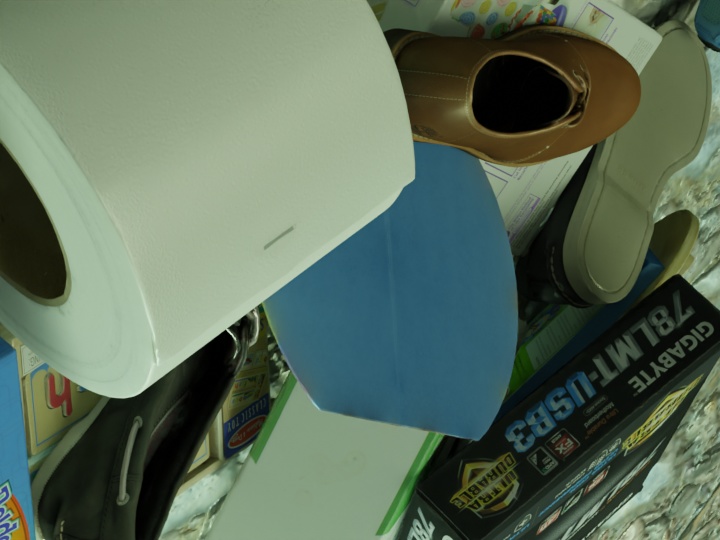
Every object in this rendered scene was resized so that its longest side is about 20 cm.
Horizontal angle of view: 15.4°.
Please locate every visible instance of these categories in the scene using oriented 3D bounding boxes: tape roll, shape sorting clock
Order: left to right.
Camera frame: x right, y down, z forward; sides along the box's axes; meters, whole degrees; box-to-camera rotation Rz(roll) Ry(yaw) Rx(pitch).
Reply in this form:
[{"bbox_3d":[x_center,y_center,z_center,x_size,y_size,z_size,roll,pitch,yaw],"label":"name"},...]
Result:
[{"bbox_3d":[-0.097,-0.068,1.066,0.139,0.203,0.203,-36,145,-24],"label":"tape roll"},{"bbox_3d":[0.125,0.044,1.526,0.200,0.039,0.200,-44,-174,6],"label":"shape sorting clock"}]

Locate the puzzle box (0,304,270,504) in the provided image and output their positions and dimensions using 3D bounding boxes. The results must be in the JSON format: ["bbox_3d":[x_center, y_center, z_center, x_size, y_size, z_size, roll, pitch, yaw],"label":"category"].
[{"bbox_3d":[-0.108,0.054,1.260,0.200,0.025,0.133,-34,130,-51],"label":"puzzle box"}]

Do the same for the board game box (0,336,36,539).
[{"bbox_3d":[-0.199,0.074,1.118,0.045,0.152,0.200,-32,143,-31],"label":"board game box"}]

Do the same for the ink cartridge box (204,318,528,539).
[{"bbox_3d":[0.005,0.088,1.392,0.147,0.083,0.200,-64,172,17],"label":"ink cartridge box"}]

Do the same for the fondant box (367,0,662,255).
[{"bbox_3d":[0.057,-0.099,1.370,0.144,0.058,0.200,-57,149,7],"label":"fondant box"}]

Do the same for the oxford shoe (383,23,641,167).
[{"bbox_3d":[0.086,-0.082,1.292,0.200,0.071,0.071,-7,103,-52],"label":"oxford shoe"}]

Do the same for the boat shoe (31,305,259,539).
[{"bbox_3d":[-0.081,0.054,1.223,0.200,0.057,0.067,-60,146,-27],"label":"boat shoe"}]

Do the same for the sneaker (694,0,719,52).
[{"bbox_3d":[0.230,-0.217,1.487,0.090,0.078,0.200,13,108,-36],"label":"sneaker"}]

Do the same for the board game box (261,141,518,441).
[{"bbox_3d":[0.000,0.000,1.256,0.200,0.039,0.158,14,67,-49],"label":"board game box"}]

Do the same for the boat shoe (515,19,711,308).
[{"bbox_3d":[0.139,-0.061,1.491,0.073,0.063,0.200,45,52,-28],"label":"boat shoe"}]

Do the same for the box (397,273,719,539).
[{"bbox_3d":[0.094,0.116,1.399,0.200,0.050,0.199,-37,160,-28],"label":"box"}]
